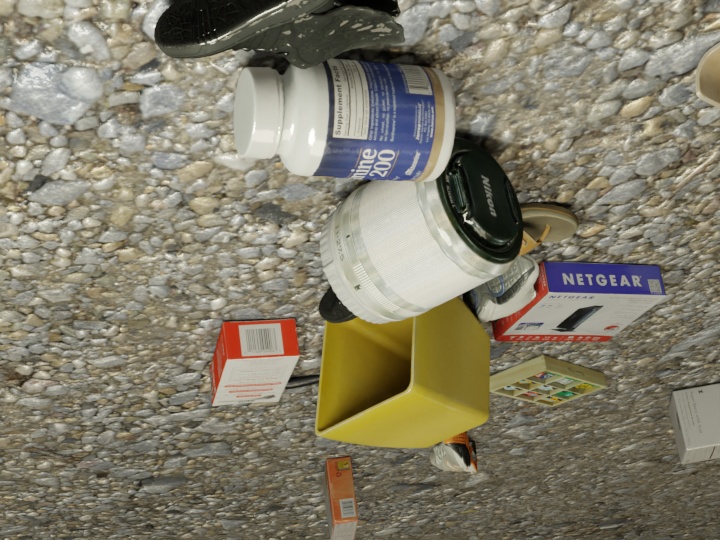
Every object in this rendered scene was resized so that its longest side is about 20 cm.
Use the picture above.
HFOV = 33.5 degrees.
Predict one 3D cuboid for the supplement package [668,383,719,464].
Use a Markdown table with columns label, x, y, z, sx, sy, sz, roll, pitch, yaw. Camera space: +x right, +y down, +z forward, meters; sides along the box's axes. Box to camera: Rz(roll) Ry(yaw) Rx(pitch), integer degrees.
| label | x | y | z | sx | sy | sz | roll | pitch | yaw |
| --- | --- | --- | --- | --- | --- | --- | --- | --- | --- |
| supplement package | 0.715 | 0.291 | 2.336 | 0.196 | 0.123 | 0.120 | -11 | 156 | 6 |

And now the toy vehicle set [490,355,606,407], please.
| label | x | y | z | sx | sy | sz | roll | pitch | yaw |
| --- | --- | --- | --- | --- | --- | --- | --- | --- | --- |
| toy vehicle set | 0.333 | 0.199 | 2.128 | 0.123 | 0.027 | 0.198 | -27 | 150 | 36 |

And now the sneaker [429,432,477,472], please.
| label | x | y | z | sx | sy | sz | roll | pitch | yaw |
| --- | --- | --- | --- | --- | --- | --- | --- | --- | --- |
| sneaker | 0.178 | 0.371 | 2.413 | 0.090 | 0.077 | 0.200 | -9 | 156 | 13 |

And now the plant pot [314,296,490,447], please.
| label | x | y | z | sx | sy | sz | roll | pitch | yaw |
| --- | --- | --- | --- | --- | --- | --- | --- | --- | --- |
| plant pot | 0.071 | 0.137 | 1.643 | 0.175 | 0.203 | 0.199 | 28 | 140 | -31 |

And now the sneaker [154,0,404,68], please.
| label | x | y | z | sx | sy | sz | roll | pitch | yaw |
| --- | --- | --- | --- | --- | --- | --- | --- | --- | --- |
| sneaker | -0.069 | -0.208 | 1.032 | 0.197 | 0.061 | 0.104 | -19 | 150 | 15 |

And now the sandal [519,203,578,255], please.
| label | x | y | z | sx | sy | sz | roll | pitch | yaw |
| --- | --- | --- | --- | --- | --- | --- | --- | --- | --- |
| sandal | 0.179 | -0.044 | 1.501 | 0.196 | 0.055 | 0.081 | 0 | 155 | -17 |

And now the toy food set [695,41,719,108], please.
| label | x | y | z | sx | sy | sz | roll | pitch | yaw |
| --- | --- | --- | --- | --- | --- | --- | --- | --- | --- |
| toy food set | 0.455 | -0.213 | 1.203 | 0.142 | 0.061 | 0.199 | 13 | 149 | -39 |

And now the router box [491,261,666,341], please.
| label | x | y | z | sx | sy | sz | roll | pitch | yaw |
| --- | --- | --- | --- | --- | --- | --- | --- | --- | --- |
| router box | 0.316 | 0.049 | 1.760 | 0.196 | 0.050 | 0.180 | 1 | 155 | -20 |

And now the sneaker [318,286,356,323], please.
| label | x | y | z | sx | sy | sz | roll | pitch | yaw |
| --- | --- | --- | --- | --- | --- | --- | --- | --- | --- |
| sneaker | 0.001 | 0.003 | 1.551 | 0.198 | 0.061 | 0.104 | -29 | 151 | 28 |

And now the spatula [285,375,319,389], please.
| label | x | y | z | sx | sy | sz | roll | pitch | yaw |
| --- | --- | --- | --- | --- | --- | --- | --- | --- | --- |
| spatula | -0.042 | 0.182 | 1.976 | 0.196 | 0.021 | 0.057 | -3 | 143 | -6 |

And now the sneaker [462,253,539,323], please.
| label | x | y | z | sx | sy | sz | roll | pitch | yaw |
| --- | --- | --- | --- | --- | --- | --- | --- | --- | --- |
| sneaker | 0.205 | 0.018 | 1.645 | 0.085 | 0.076 | 0.200 | -7 | 166 | -16 |

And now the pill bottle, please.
| label | x | y | z | sx | sy | sz | roll | pitch | yaw |
| --- | --- | --- | --- | --- | --- | --- | --- | --- | --- |
| pill bottle | -0.017 | -0.144 | 1.144 | 0.196 | 0.113 | 0.111 | 1 | 155 | -20 |

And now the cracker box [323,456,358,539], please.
| label | x | y | z | sx | sy | sz | roll | pitch | yaw |
| --- | --- | --- | --- | --- | --- | --- | --- | --- | --- |
| cracker box | -0.043 | 0.485 | 2.515 | 0.057 | 0.136 | 0.201 | -5 | 157 | -7 |

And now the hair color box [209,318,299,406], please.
| label | x | y | z | sx | sy | sz | roll | pitch | yaw |
| --- | --- | --- | --- | --- | --- | --- | --- | --- | --- |
| hair color box | -0.162 | 0.139 | 1.794 | 0.109 | 0.065 | 0.201 | -2 | 154 | -15 |

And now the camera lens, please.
| label | x | y | z | sx | sy | sz | roll | pitch | yaw |
| --- | --- | --- | --- | --- | --- | --- | --- | --- | --- |
| camera lens | 0.071 | -0.043 | 1.338 | 0.158 | 0.163 | 0.199 | 15 | 148 | -42 |
